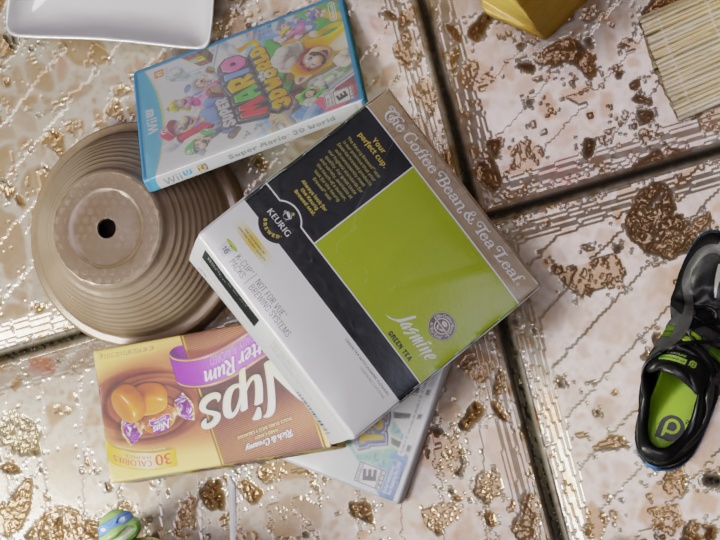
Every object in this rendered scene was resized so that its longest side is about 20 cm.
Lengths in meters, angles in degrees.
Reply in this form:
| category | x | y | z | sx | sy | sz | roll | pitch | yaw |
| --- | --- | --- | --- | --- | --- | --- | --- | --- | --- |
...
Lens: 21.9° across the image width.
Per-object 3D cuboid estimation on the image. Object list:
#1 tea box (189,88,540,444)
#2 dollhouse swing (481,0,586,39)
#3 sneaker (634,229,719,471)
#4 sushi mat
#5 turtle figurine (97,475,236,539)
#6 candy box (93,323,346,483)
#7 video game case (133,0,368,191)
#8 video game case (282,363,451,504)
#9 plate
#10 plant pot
| category | x | y | z | sx | sy | sz | roll | pitch | yaw |
| --- | --- | --- | --- | --- | --- | --- | --- | --- | --- |
| tea box | 0.000 | 0.000 | 1.489 | 0.196 | 0.134 | 0.200 | -37 | 89 | -10 |
| dollhouse swing | 0.113 | -0.297 | 1.499 | 0.182 | 0.200 | 0.176 | -44 | 77 | 8 |
| sneaker | 0.269 | 0.067 | 1.497 | 0.070 | 0.083 | 0.201 | 18 | 91 | 14 |
| sushi mat | 0.334 | -0.205 | 1.533 | 0.199 | 0.012 | 0.096 | -23 | 82 | 12 |
| turtle figurine | -0.159 | 0.294 | 1.549 | 0.200 | 0.144 | 0.195 | -19 | 103 | 54 |
| candy box | -0.120 | 0.110 | 1.586 | 0.199 | 0.056 | 0.117 | -10 | 82 | 14 |
| video game case | -0.097 | -0.153 | 1.591 | 0.199 | 0.018 | 0.144 | -20 | 47 | 9 |
| video game case | -0.015 | 0.075 | 1.601 | 0.181 | 0.022 | 0.201 | 20 | 92 | 15 |
| plate | -0.213 | -0.300 | 1.668 | 0.199 | 0.032 | 0.201 | 5 | 88 | 15 |
| plant pot | -0.203 | -0.034 | 1.620 | 0.200 | 0.093 | 0.202 | -1 | 86 | 13 |
